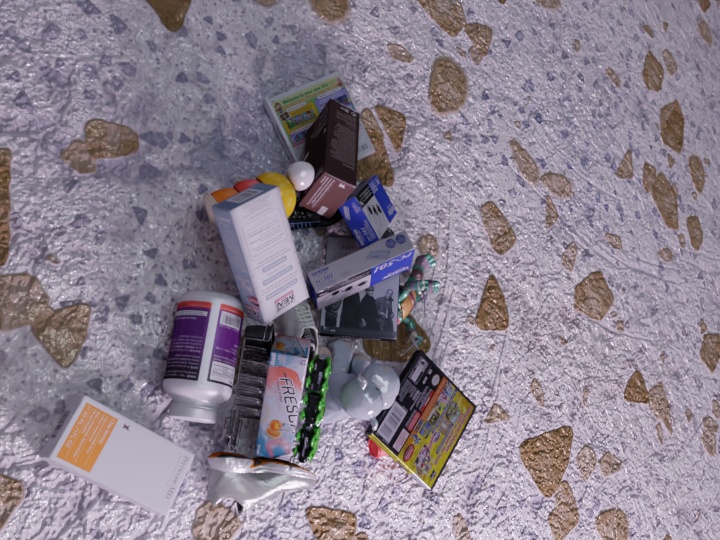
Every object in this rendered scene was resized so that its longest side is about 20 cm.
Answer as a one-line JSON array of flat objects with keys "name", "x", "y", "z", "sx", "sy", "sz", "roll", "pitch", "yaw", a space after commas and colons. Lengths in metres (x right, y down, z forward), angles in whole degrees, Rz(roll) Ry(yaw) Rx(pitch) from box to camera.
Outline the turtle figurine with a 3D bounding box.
[{"name": "turtle figurine", "x": 0.102, "y": 0.064, "z": 1.446, "sx": 0.099, "sy": 0.151, "sz": 0.201, "roll": 20, "pitch": 45, "yaw": 14}]

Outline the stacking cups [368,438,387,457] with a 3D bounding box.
[{"name": "stacking cups", "x": 0.102, "y": 0.329, "z": 1.431, "sx": 0.197, "sy": 0.060, "sz": 0.062, "roll": -6, "pitch": 83, "yaw": -32}]

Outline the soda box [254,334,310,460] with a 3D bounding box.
[{"name": "soda box", "x": -0.130, "y": 0.213, "z": 1.202, "sx": 0.062, "sy": 0.069, "sz": 0.203, "roll": 10, "pitch": 110, "yaw": -2}]

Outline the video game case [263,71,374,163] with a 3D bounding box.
[{"name": "video game case", "x": -0.079, "y": -0.288, "z": 1.447, "sx": 0.199, "sy": 0.022, "sz": 0.184, "roll": -32, "pitch": 100, "yaw": -35}]

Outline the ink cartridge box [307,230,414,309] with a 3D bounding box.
[{"name": "ink cartridge box", "x": 0.000, "y": 0.000, "z": 1.320, "sx": 0.198, "sy": 0.094, "sz": 0.045, "roll": -24, "pitch": 71, "yaw": -11}]

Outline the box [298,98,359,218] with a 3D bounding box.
[{"name": "box", "x": -0.057, "y": -0.210, "z": 1.333, "sx": 0.074, "sy": 0.100, "sz": 0.202, "roll": 21, "pitch": 48, "yaw": -24}]

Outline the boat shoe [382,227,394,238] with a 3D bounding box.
[{"name": "boat shoe", "x": 0.041, "y": 0.001, "z": 1.446, "sx": 0.071, "sy": 0.067, "sz": 0.203, "roll": 28, "pitch": 63, "yaw": -26}]

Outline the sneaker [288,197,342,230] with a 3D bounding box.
[{"name": "sneaker", "x": -0.117, "y": -0.111, "z": 1.345, "sx": 0.198, "sy": 0.077, "sz": 0.071, "roll": -8, "pitch": 85, "yaw": -37}]

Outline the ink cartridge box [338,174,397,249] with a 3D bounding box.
[{"name": "ink cartridge box", "x": 0.017, "y": -0.119, "z": 1.404, "sx": 0.095, "sy": 0.044, "sz": 0.200, "roll": 60, "pitch": 20, "yaw": -10}]

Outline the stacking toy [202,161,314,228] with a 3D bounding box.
[{"name": "stacking toy", "x": -0.159, "y": -0.118, "z": 1.238, "sx": 0.199, "sy": 0.146, "sz": 0.147, "roll": -35, "pitch": 102, "yaw": -10}]

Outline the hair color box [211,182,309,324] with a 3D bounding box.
[{"name": "hair color box", "x": -0.159, "y": -0.027, "z": 1.155, "sx": 0.098, "sy": 0.060, "sz": 0.203, "roll": -32, "pitch": 120, "yaw": -34}]

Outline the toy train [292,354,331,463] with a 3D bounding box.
[{"name": "toy train", "x": -0.078, "y": 0.234, "z": 1.225, "sx": 0.056, "sy": 0.041, "sz": 0.203, "roll": -38, "pitch": 141, "yaw": -70}]

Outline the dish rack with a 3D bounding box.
[{"name": "dish rack", "x": -0.183, "y": 0.198, "z": 1.188, "sx": 0.054, "sy": 0.154, "sz": 0.203, "roll": 8, "pitch": 71, "yaw": -2}]

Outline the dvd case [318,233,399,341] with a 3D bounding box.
[{"name": "dvd case", "x": 0.001, "y": 0.031, "z": 1.381, "sx": 0.148, "sy": 0.025, "sz": 0.203, "roll": 5, "pitch": 69, "yaw": -2}]

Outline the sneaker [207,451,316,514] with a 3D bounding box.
[{"name": "sneaker", "x": -0.171, "y": 0.366, "z": 1.215, "sx": 0.197, "sy": 0.075, "sz": 0.094, "roll": 15, "pitch": 79, "yaw": -25}]

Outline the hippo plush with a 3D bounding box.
[{"name": "hippo plush", "x": -0.022, "y": 0.205, "z": 1.294, "sx": 0.199, "sy": 0.160, "sz": 0.161, "roll": -26, "pitch": 96, "yaw": -37}]

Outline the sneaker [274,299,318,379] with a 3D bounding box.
[{"name": "sneaker", "x": -0.108, "y": 0.103, "z": 1.290, "sx": 0.075, "sy": 0.080, "sz": 0.203, "roll": 6, "pitch": 61, "yaw": -30}]

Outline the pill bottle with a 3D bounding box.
[{"name": "pill bottle", "x": -0.257, "y": 0.141, "z": 1.166, "sx": 0.111, "sy": 0.112, "sz": 0.203, "roll": 18, "pitch": 70, "yaw": -32}]

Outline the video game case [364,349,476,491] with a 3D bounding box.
[{"name": "video game case", "x": 0.123, "y": 0.292, "z": 1.399, "sx": 0.181, "sy": 0.025, "sz": 0.201, "roll": 45, "pitch": 61, "yaw": -17}]

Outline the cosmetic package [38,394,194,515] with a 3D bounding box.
[{"name": "cosmetic package", "x": -0.365, "y": 0.280, "z": 1.082, "sx": 0.199, "sy": 0.071, "sz": 0.103, "roll": 36, "pitch": 61, "yaw": -25}]
